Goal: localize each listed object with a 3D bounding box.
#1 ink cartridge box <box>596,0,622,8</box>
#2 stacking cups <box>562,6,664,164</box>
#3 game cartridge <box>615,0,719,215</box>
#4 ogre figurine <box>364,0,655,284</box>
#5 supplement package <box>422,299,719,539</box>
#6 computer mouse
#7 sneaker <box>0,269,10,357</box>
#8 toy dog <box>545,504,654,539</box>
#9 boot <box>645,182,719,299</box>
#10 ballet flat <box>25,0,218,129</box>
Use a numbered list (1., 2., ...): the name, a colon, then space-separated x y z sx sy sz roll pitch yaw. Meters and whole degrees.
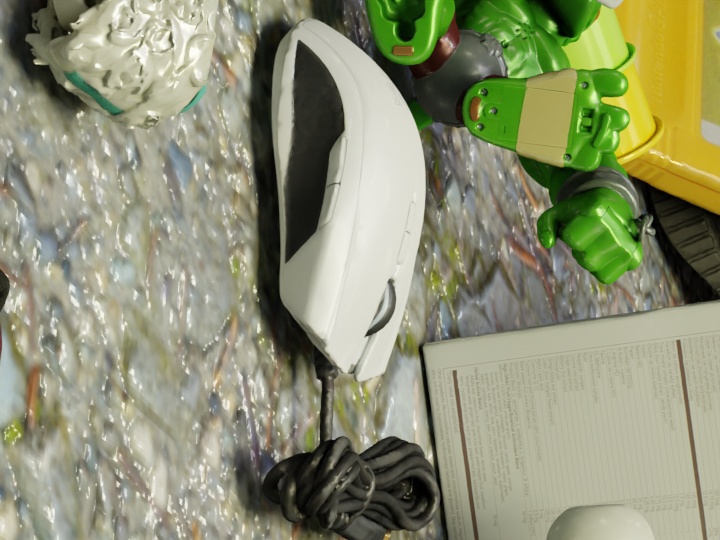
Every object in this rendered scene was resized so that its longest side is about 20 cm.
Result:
1. ink cartridge box: 0.031 -0.194 1.059 0.147 0.083 0.200 48 14 32
2. stacking cups: 0.083 -0.143 1.313 0.061 0.060 0.201 -60 134 -56
3. game cartridge: 0.203 -0.103 1.477 0.199 0.032 0.177 22 55 -25
4. ogre figurine: 0.050 -0.089 1.155 0.098 0.200 0.120 -56 176 8
5. supplement package: 0.143 0.070 1.192 0.109 0.199 0.114 -2 85 -67
6. computer mouse: 0.000 0.000 1.060 0.110 0.044 0.201 28 57 -62
7. sneaker: -0.138 -0.015 0.665 0.076 0.115 0.201 -36 115 -65
8. toy dog: 0.087 0.193 1.141 0.201 0.131 0.096 -68 -161 1
9. boot: 0.203 -0.029 1.568 0.138 0.077 0.201 -83 151 -80
10. ballet flat: -0.076 -0.146 0.929 0.072 0.071 0.201 36 49 -59
